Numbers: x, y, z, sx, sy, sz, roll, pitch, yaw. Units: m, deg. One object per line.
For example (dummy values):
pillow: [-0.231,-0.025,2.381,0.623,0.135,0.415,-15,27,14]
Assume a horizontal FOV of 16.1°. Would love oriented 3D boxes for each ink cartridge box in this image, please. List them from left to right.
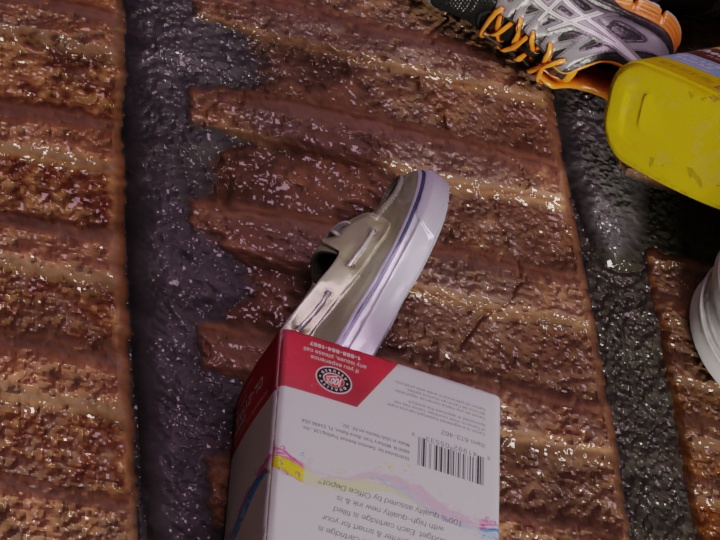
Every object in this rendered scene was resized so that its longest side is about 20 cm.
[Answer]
ink cartridge box: [-0.001,0.151,1.457,0.145,0.083,0.201,19,47,-16]

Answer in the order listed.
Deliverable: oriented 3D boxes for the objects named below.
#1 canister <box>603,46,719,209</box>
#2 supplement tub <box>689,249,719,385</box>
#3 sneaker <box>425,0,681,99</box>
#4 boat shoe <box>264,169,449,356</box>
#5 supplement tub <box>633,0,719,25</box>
canister: [0.286,-0.107,1.794,0.199,0.087,0.148,-13,32,-44]
supplement tub: [0.321,-0.001,1.681,0.140,0.200,0.141,16,51,-21]
sneaker: [0.133,-0.172,1.814,0.199,0.078,0.078,18,65,-8]
boat shoe: [0.000,0.000,1.592,0.062,0.072,0.201,32,47,-6]
supplement tub: [0.258,-0.248,1.898,0.199,0.123,0.123,6,50,-43]
